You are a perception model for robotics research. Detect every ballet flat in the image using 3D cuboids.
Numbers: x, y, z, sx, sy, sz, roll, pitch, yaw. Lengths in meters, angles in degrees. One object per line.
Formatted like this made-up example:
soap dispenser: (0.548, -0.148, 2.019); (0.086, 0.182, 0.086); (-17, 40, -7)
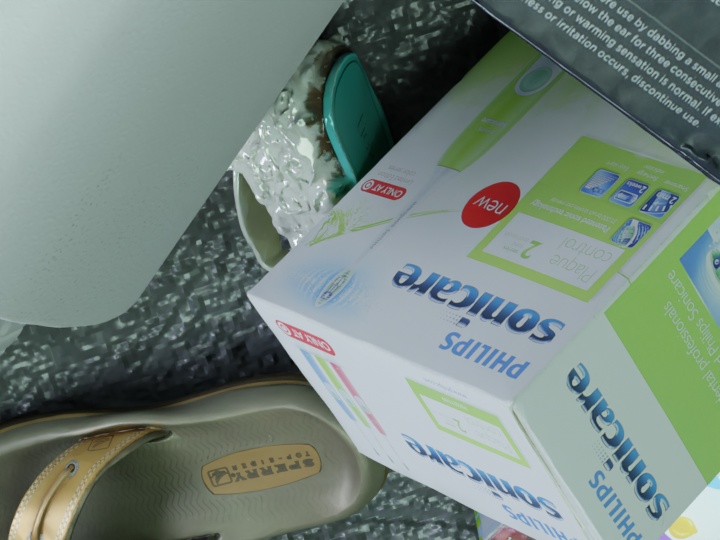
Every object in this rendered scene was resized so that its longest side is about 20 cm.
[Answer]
ballet flat: (0.000, 0.000, 1.016); (0.072, 0.072, 0.200); (-25, 121, 1)

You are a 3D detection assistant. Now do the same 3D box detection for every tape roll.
tape roll: (-0.112, -0.099, 0.837); (0.203, 0.203, 0.139); (27, 110, -27)

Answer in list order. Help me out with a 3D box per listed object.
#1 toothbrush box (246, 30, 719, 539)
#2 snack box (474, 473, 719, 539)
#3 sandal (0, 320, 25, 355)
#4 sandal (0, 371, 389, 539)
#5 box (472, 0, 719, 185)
toothbrush box: (0.087, -0.015, 0.931); (0.200, 0.146, 0.086); (-46, 125, -16)
snack box: (0.159, 0.069, 1.056); (0.142, 0.053, 0.200); (40, 105, -15)
sandal: (-0.195, 0.048, 0.989); (0.203, 0.082, 0.050); (-40, 79, 12)
sandal: (-0.086, 0.090, 1.025); (0.200, 0.054, 0.080); (-15, 121, 17)
box: (0.111, -0.165, 0.856); (0.124, 0.200, 0.197); (34, 107, -28)
